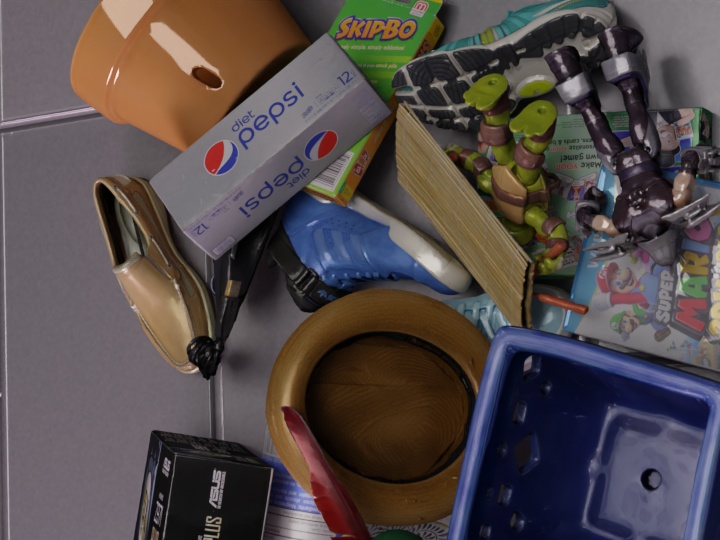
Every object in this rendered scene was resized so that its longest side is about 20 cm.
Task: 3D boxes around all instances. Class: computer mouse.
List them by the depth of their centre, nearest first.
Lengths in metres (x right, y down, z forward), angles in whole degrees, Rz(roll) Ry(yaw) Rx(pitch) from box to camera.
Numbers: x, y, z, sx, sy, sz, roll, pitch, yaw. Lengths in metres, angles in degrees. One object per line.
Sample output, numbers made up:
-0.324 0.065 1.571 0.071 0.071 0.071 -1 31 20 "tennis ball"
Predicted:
-0.114 -0.003 1.771 0.046 0.140 0.201 21 89 -1 "computer mouse"

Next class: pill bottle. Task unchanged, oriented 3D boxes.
-0.035 0.212 1.726 0.112 0.112 0.201 6 89 30 "pill bottle"

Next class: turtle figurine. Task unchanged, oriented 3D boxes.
0.130 -0.068 1.627 0.064 0.162 0.200 -24 48 -19 "turtle figurine"

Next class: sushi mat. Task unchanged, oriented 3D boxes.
0.083 -0.043 1.661 0.012 0.096 0.200 -25 56 -17 "sushi mat"

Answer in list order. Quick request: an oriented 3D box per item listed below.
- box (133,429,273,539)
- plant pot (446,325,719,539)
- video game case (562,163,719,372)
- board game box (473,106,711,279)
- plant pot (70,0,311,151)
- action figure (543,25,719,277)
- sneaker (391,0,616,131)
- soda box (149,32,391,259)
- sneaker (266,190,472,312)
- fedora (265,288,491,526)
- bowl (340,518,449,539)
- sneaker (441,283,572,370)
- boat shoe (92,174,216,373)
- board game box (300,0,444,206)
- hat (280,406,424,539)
-0.141 0.230 1.732 0.086 0.200 0.165 9 90 -11 "box"
0.202 0.163 1.555 0.199 0.180 0.201 14 92 31 "plant pot"
0.264 0.001 1.596 0.199 0.018 0.144 15 93 31 "video game case"
0.188 -0.061 1.674 0.199 0.029 0.135 0 85 30 "board game box"
-0.135 -0.188 1.787 0.140 0.200 0.200 40 105 14 "plant pot"
0.214 -0.089 1.591 0.130 0.069 0.201 -21 74 16 "action figure"
0.122 -0.176 1.701 0.199 0.080 0.078 -17 118 21 "sneaker"
-0.075 -0.104 1.720 0.200 0.063 0.068 -40 56 4 "soda box"
0.001 0.000 1.745 0.200 0.077 0.112 33 95 33 "sneaker"
0.019 0.112 1.640 0.199 0.082 0.202 2 82 -11 "fedora"
0.019 0.302 1.638 0.094 0.200 0.202 -26 69 60 "bowl"
0.080 0.056 1.693 0.199 0.082 0.074 -18 77 27 "sneaker"
-0.197 0.004 1.860 0.072 0.076 0.201 -35 70 20 "boat shoe"
-0.006 -0.158 1.766 0.095 0.030 0.201 22 79 34 "board game box"
0.041 0.211 1.532 0.165 0.200 0.177 -18 46 43 "hat"
